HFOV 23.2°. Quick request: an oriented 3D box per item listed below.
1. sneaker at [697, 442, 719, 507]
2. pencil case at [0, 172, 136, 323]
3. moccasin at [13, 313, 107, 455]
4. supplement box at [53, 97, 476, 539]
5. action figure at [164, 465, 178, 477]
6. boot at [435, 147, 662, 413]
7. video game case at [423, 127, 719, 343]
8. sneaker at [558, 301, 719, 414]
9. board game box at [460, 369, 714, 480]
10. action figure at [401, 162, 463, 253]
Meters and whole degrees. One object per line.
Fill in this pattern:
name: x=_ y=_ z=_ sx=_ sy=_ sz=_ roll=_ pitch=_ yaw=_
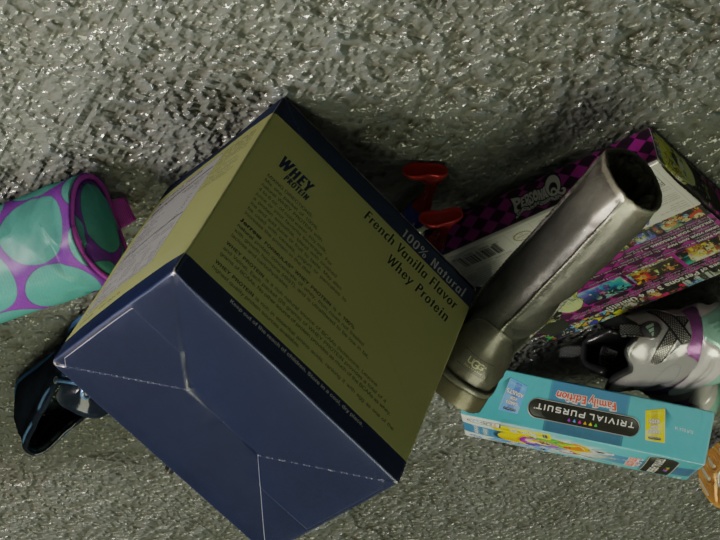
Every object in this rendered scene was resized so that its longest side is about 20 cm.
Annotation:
sneaker: x=0.412 y=0.160 z=1.664 sx=0.088 sy=0.076 sz=0.200 roll=-2 pitch=156 yaw=-40
pencil case: x=-0.263 y=-0.001 z=1.243 sx=0.200 sy=0.085 sz=0.092 roll=-19 pitch=-175 yaw=18
moccasin: x=-0.215 y=0.092 z=1.420 sx=0.080 sy=0.068 sz=0.200 roll=14 pitch=144 yaw=-30
supplement box: x=-0.057 y=0.035 z=1.165 sx=0.200 sy=0.200 sz=0.134 roll=44 pitch=129 yaw=-16
action figure: x=-0.102 y=0.119 z=1.457 sx=0.119 sy=0.102 sz=0.200 roll=14 pitch=147 yaw=-10
boot: x=0.129 y=-0.007 z=1.235 sx=0.072 sy=0.182 sz=0.200 roll=29 pitch=110 yaw=-8
video game case: x=0.179 y=-0.020 z=1.337 sx=0.200 sy=0.036 sz=0.181 roll=-25 pitch=144 yaw=28
sneaker: x=0.235 y=0.077 z=1.469 sx=0.139 sy=0.078 sz=0.200 roll=-1 pitch=154 yaw=1
board game box: x=0.187 y=0.130 z=1.475 sx=0.199 sy=0.047 sz=0.151 roll=11 pitch=170 yaw=7
action figure: x=0.000 y=0.000 z=1.312 sx=0.099 sy=0.065 sz=0.200 roll=-5 pitch=149 yaw=-18
